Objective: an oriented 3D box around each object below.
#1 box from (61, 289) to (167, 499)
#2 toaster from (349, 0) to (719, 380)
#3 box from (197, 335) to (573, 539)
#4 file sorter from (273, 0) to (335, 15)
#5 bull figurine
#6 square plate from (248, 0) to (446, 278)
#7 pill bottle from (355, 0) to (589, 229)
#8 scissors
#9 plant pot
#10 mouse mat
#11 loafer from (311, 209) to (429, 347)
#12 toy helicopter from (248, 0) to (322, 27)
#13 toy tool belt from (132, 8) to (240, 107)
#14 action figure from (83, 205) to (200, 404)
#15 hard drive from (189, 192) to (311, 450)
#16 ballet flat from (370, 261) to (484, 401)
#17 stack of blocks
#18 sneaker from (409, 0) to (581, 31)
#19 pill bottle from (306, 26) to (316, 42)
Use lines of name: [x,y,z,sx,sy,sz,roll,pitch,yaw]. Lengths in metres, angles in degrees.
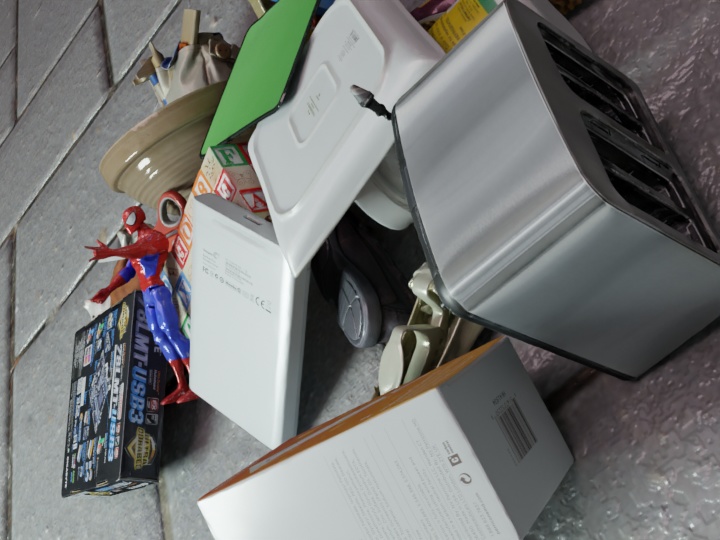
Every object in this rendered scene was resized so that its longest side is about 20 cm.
box: [-0.270,0.142,0.973,0.198,0.050,0.200,-27,58,50]
toaster: [0.116,-0.050,0.546,0.119,0.200,0.181,-43,42,32]
box: [0.017,0.137,0.578,0.200,0.124,0.098,-30,86,28]
file sorter: [-0.049,-0.355,0.883,0.123,0.200,0.139,131,148,-60]
bull figurine: [-0.261,0.011,1.058,0.200,0.065,0.122,-8,81,44]
square plate: [-0.027,-0.126,0.695,0.198,0.028,0.200,-54,33,22]
pill bottle: [0.074,-0.127,0.695,0.200,0.113,0.113,-43,42,25]
scissors: [-0.229,-0.023,0.977,0.200,0.073,0.014,-32,9,42]
plant pot: [-0.176,-0.121,0.984,0.201,0.201,0.093,-33,87,34]
mouse mat: [-0.090,-0.192,0.819,0.200,0.008,0.161,-14,55,60]
loafer: [0.000,0.000,0.782,0.200,0.063,0.072,-118,32,-53]
toy helicopter: [-0.107,-0.316,0.956,0.079,0.200,0.132,-1,87,50]
toy tool belt: [-0.214,-0.234,1.090,0.200,0.125,0.123,-16,97,59]
action figure: [-0.221,0.037,0.867,0.065,0.099,0.200,-16,86,52]
hard drive: [-0.101,0.046,0.781,0.132,0.027,0.200,28,124,35]
ballet flat: [0.058,0.039,0.673,0.069,0.069,0.200,16,82,52]
stack of blocks: [-0.124,-0.011,0.856,0.115,0.059,0.200,55,137,25]
sneaker: [0.111,-0.239,0.770,0.200,0.075,0.090,-19,48,36]
pill bottle: [-0.051,-0.173,0.882,0.113,0.113,0.200,-49,40,19]
